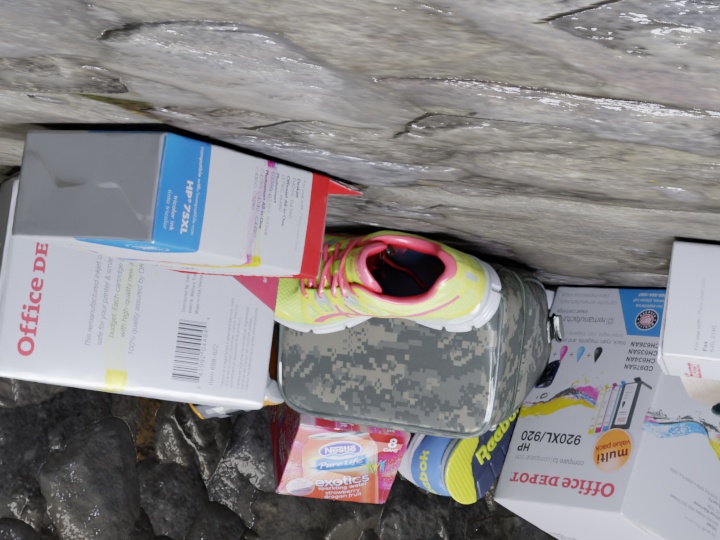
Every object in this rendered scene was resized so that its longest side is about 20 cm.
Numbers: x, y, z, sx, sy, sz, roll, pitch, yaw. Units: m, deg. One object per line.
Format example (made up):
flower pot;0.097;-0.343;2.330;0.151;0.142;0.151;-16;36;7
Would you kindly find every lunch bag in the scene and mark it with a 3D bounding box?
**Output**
lunch bag;0.051;0.050;1.741;0.199;0.140;0.168;6;-168;19

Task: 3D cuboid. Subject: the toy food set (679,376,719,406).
toy food set;0.319;0.050;1.663;0.143;0.061;0.200;-22;169;13

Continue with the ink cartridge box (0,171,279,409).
ink cartridge box;-0.165;0.015;1.545;0.199;0.146;0.083;9;175;-18

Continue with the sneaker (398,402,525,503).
sneaker;0.102;0.117;1.862;0.082;0.074;0.200;1;-146;42

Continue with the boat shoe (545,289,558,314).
boat shoe;0.095;0.048;1.934;0.200;0.070;0.071;-2;171;42

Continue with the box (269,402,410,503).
box;-0.022;0.094;1.873;0.099;0.200;0.096;8;133;-13

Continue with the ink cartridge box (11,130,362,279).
ink cartridge box;-0.101;-0.036;1.322;0.116;0.068;0.200;3;174;36

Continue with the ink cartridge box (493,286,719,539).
ink cartridge box;0.233;0.134;1.832;0.147;0.201;0.145;2;157;46

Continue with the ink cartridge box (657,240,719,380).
ink cartridge box;0.311;0.038;1.485;0.199;0.086;0.146;7;174;11

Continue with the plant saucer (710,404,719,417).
plant saucer;0.380;0.092;1.725;0.200;0.039;0.201;-23;-177;1

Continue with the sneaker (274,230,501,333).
sneaker;0.000;0.000;1.613;0.199;0.078;0.090;-1;164;20

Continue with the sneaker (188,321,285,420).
sneaker;-0.102;0.050;1.790;0.077;0.078;0.200;-27;-154;18
